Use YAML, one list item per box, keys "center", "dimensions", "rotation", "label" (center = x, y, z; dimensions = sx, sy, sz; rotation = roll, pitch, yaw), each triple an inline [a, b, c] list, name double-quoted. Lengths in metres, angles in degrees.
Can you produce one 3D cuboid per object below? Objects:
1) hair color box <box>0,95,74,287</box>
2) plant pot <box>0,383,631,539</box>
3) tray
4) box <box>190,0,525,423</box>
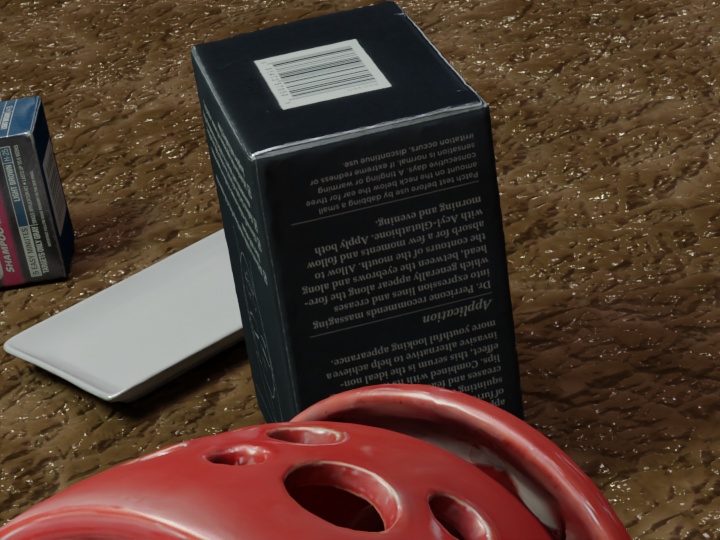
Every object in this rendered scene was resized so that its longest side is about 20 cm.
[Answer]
- center: [-0.281, -0.035, 1.193]
  dimensions: [0.199, 0.100, 0.061]
  rotation: [-9, 28, 2]
  label: "hair color box"
- center: [-0.008, 0.142, 0.634]
  dimensions: [0.200, 0.202, 0.182]
  rotation: [10, 18, 34]
  label: "plant pot"
- center: [-0.089, 0.021, 1.105]
  dimensions: [0.200, 0.022, 0.107]
  rotation: [-29, 33, -34]
  label: "tray"
- center: [0.000, 0.000, 0.915]
  dimensions: [0.107, 0.201, 0.149]
  rotation: [-13, 27, -9]
  label: "box"
